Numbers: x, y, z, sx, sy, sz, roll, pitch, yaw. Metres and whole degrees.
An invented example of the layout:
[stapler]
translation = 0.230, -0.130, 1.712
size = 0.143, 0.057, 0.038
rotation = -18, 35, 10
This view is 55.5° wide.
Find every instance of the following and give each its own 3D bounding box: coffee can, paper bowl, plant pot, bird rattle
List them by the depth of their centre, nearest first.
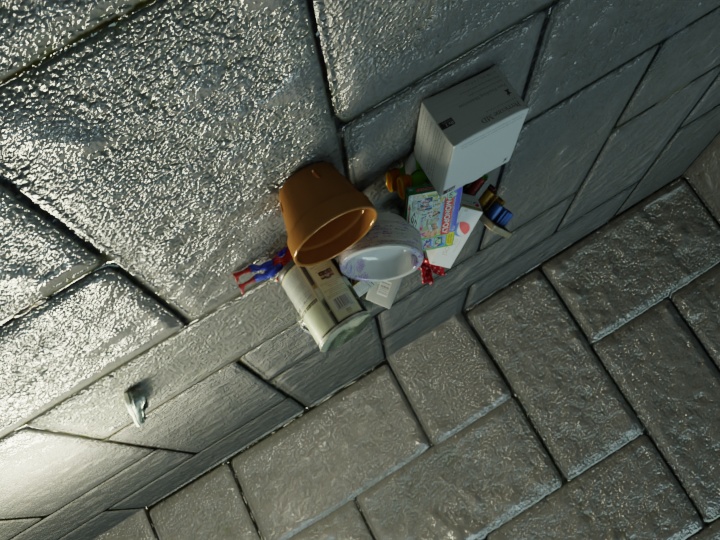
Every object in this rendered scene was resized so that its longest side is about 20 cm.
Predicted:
[plant pot]
translation = -0.080, -0.125, 1.410
size = 0.196, 0.142, 0.201
rotation = -28, 163, -9
[paper bowl]
translation = 0.045, -0.059, 1.569
size = 0.194, 0.108, 0.202
rotation = -3, 157, -1
[coffee can]
translation = -0.085, 0.065, 1.607
size = 0.144, 0.203, 0.147
rotation = -30, 162, -11
[bird rattle]
translation = 0.162, -0.041, 1.983
size = 0.115, 0.196, 0.163
rotation = -66, 169, 8

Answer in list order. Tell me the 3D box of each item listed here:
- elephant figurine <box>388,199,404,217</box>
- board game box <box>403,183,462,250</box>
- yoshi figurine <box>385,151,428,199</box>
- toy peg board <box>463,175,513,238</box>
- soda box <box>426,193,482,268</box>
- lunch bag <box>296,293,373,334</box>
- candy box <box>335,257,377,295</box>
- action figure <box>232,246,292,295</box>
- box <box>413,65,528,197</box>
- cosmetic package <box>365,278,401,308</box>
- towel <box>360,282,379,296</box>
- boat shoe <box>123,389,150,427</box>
[elephant figurine]
translation = 0.176, -0.131, 1.737
size = 0.197, 0.145, 0.154
rotation = -13, -167, 43
[board game box]
translation = 0.166, -0.125, 1.619
size = 0.130, 0.030, 0.203
rotation = -10, 141, -9
[yoshi figurine]
translation = 0.162, -0.227, 1.631
size = 0.196, 0.115, 0.112
rotation = -28, 175, -19
[toy peg board]
translation = 0.345, -0.200, 1.887
size = 0.099, 0.199, 0.199
rotation = -51, 158, 14
[soda box]
translation = 0.244, -0.104, 1.801
size = 0.066, 0.065, 0.203
rotation = 10, 130, -19
[lunch bag]
translation = -0.084, 0.104, 2.056
size = 0.165, 0.142, 0.200
rotation = 1, 147, -43
[candy box]
translation = -0.054, 0.024, 1.725
size = 0.198, 0.118, 0.056
rotation = -36, 146, 10
[action figure]
translation = -0.205, -0.010, 1.641
size = 0.196, 0.066, 0.052
rotation = -28, 141, -10
[box]
translation = 0.233, -0.297, 1.482
size = 0.195, 0.132, 0.201
rotation = -28, 159, -14
[cosmetic package]
translation = 0.080, 0.028, 2.037
size = 0.200, 0.088, 0.110
rotation = -64, 174, -76
[towel]
translation = 0.000, 0.000, 1.874
size = 0.169, 0.048, 0.202
rotation = -36, -154, 17
[boat shoe]
translation = -0.638, 0.397, 1.985
size = 0.060, 0.074, 0.202
rotation = -21, 155, -17
